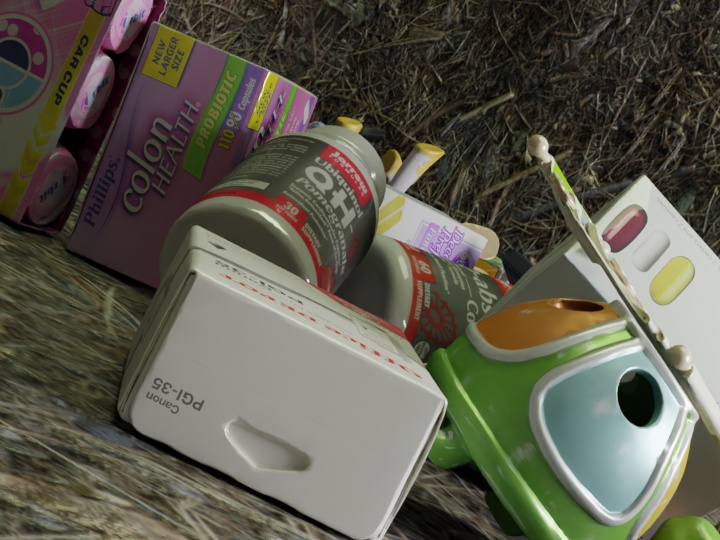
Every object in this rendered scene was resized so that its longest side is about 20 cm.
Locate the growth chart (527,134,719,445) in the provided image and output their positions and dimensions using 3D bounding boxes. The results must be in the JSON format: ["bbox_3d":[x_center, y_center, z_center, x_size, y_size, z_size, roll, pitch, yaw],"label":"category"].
[{"bbox_3d":[0.166,0.023,0.989,0.145,0.018,0.201,49,10,-51],"label":"growth chart"}]

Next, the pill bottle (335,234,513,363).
[{"bbox_3d":[0.067,0.053,1.270,0.199,0.117,0.116,19,8,-36],"label":"pill bottle"}]

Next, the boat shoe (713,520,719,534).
[{"bbox_3d":[0.291,0.217,1.045,0.200,0.072,0.072,46,-30,-15],"label":"boat shoe"}]

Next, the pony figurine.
[{"bbox_3d":[-0.034,-0.033,1.495,0.191,0.202,0.167,6,22,-33],"label":"pony figurine"}]

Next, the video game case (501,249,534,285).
[{"bbox_3d":[0.186,0.086,1.402,0.143,0.019,0.201,45,-14,42],"label":"video game case"}]

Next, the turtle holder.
[{"bbox_3d":[0.121,0.101,0.906,0.186,0.131,0.141,56,5,16],"label":"turtle holder"}]

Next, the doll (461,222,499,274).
[{"bbox_3d":[0.061,0.031,1.534,0.048,0.138,0.200,20,-26,-14],"label":"doll"}]

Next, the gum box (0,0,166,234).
[{"bbox_3d":[-0.234,-0.144,1.206,0.113,0.202,0.066,27,4,19],"label":"gum box"}]

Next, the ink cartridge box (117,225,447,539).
[{"bbox_3d":[-0.043,0.053,0.873,0.145,0.083,0.200,27,4,-8],"label":"ink cartridge box"}]

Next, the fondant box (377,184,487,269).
[{"bbox_3d":[0.000,0.000,1.365,0.058,0.145,0.199,30,5,42],"label":"fondant box"}]

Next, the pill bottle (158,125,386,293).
[{"bbox_3d":[-0.051,-0.030,1.152,0.110,0.111,0.200,28,30,7],"label":"pill bottle"}]

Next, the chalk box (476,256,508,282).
[{"bbox_3d":[0.115,0.042,1.763,0.123,0.126,0.200,30,4,29],"label":"chalk box"}]

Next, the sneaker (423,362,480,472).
[{"bbox_3d":[0.113,0.121,1.153,0.199,0.076,0.092,29,0,3],"label":"sneaker"}]

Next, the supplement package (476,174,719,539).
[{"bbox_3d":[0.195,0.068,1.161,0.200,0.111,0.156,48,-37,2],"label":"supplement package"}]

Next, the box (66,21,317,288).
[{"bbox_3d":[-0.123,-0.079,1.275,0.096,0.177,0.200,23,3,8],"label":"box"}]
